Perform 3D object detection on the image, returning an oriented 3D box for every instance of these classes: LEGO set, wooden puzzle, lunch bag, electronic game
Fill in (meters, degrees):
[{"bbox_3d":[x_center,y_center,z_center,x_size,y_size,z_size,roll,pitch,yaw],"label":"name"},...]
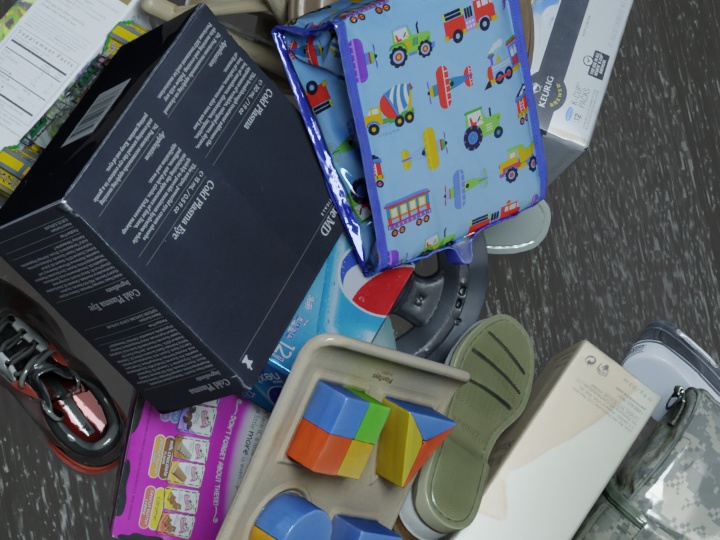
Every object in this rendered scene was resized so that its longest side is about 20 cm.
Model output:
[{"bbox_3d":[-0.165,-0.074,1.442,0.116,0.154,0.200,29,60,24],"label":"LEGO set"},{"bbox_3d":[-0.011,0.147,1.318,0.046,0.185,0.201,33,98,34],"label":"wooden puzzle"},{"bbox_3d":[0.275,0.203,1.466,0.200,0.139,0.168,37,95,-1],"label":"lunch bag"},{"bbox_3d":[0.000,0.000,1.497,0.199,0.042,0.201,-1,100,-8],"label":"electronic game"},{"bbox_3d":[0.049,-0.099,1.352,0.150,0.094,0.201,-24,106,-27],"label":"lunch bag"}]

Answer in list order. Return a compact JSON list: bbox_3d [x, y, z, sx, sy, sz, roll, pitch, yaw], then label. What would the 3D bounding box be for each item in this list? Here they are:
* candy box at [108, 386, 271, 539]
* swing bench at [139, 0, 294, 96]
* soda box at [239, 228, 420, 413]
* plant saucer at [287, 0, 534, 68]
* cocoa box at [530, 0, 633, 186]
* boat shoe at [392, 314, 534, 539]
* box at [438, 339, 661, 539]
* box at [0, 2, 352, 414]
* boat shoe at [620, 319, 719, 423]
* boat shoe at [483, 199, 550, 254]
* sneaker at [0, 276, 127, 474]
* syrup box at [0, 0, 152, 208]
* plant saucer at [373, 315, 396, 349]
[{"bbox_3d":[-0.073,0.137,1.415,0.199,0.061,0.137,11,97,-10],"label":"candy box"},{"bbox_3d":[-0.049,-0.255,1.505,0.129,0.200,0.200,1,72,31],"label":"swing bench"},{"bbox_3d":[-0.008,0.016,1.386,0.064,0.068,0.200,31,57,0],"label":"soda box"},{"bbox_3d":[0.043,-0.179,1.411,0.199,0.029,0.201,2,85,-25],"label":"plant saucer"},{"bbox_3d":[0.129,-0.188,1.538,0.131,0.133,0.201,21,75,-6],"label":"cocoa box"},{"bbox_3d":[0.069,0.115,1.468,0.075,0.068,0.200,42,49,-16],"label":"boat shoe"},{"bbox_3d":[0.135,0.160,1.488,0.078,0.095,0.200,37,72,-2],"label":"box"},{"bbox_3d":[-0.121,-0.040,1.326,0.182,0.104,0.200,47,51,-21],"label":"box"},{"bbox_3d":[0.288,0.122,1.544,0.200,0.072,0.068,45,44,-5],"label":"boat shoe"},{"bbox_3d":[0.054,-0.071,1.535,0.199,0.060,0.076,23,103,-10],"label":"boat shoe"},{"bbox_3d":[-0.241,0.063,1.435,0.200,0.082,0.077,42,74,-1],"label":"sneaker"},{"bbox_3d":[-0.246,-0.136,1.470,0.081,0.079,0.200,31,73,14],"label":"syrup box"},{"bbox_3d":[-0.068,0.075,1.458,0.200,0.039,0.202,-1,98,-9],"label":"plant saucer"}]
